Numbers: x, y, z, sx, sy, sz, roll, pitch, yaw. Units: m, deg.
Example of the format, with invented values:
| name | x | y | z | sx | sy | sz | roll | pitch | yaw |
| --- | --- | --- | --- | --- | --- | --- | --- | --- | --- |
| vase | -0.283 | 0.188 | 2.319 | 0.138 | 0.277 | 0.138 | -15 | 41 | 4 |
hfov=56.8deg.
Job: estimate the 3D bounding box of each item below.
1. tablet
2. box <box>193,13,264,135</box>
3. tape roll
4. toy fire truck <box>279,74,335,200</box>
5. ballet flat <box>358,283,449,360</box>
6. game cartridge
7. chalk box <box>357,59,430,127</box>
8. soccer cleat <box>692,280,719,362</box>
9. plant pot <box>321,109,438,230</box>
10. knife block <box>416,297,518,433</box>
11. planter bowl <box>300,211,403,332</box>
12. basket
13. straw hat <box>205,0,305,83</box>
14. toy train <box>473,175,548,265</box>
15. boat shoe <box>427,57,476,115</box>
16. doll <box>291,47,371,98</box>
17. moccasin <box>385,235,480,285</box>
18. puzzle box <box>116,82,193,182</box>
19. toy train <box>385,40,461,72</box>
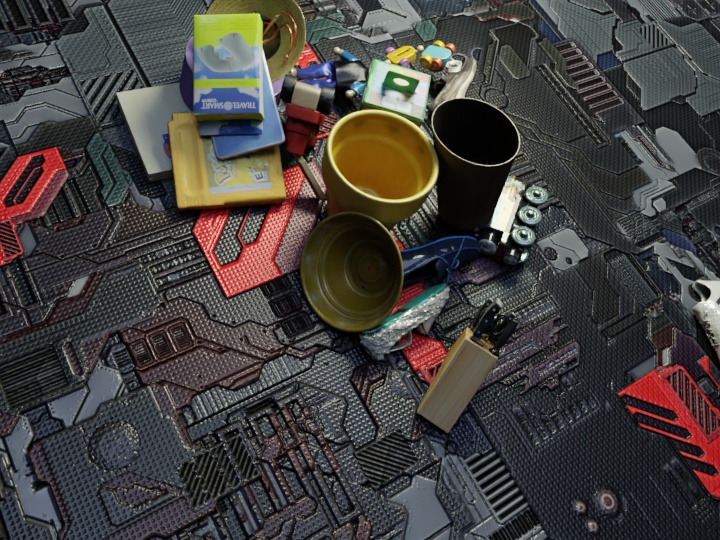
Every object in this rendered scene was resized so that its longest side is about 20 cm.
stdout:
| name | x | y | z | sx | sy | sz | roll | pitch | yaw |
| --- | --- | --- | --- | --- | --- | --- | --- | --- | --- |
| tablet | -0.220 | -0.311 | 1.200 | 0.129 | 0.014 | 0.202 | -15 | 88 | 0 |
| box | -0.232 | -0.344 | 1.173 | 0.120 | 0.048 | 0.203 | -1 | 86 | 0 |
| tape roll | -0.248 | -0.376 | 1.302 | 0.198 | 0.085 | 0.202 | 12 | 54 | -17 |
| toy fire truck | -0.102 | -0.251 | 1.268 | 0.127 | 0.176 | 0.202 | 15 | 100 | -6 |
| ballet flat | 0.083 | 0.093 | 1.165 | 0.199 | 0.072 | 0.072 | -29 | 72 | -25 |
| game cartridge | -0.244 | -0.204 | 1.217 | 0.198 | 0.032 | 0.179 | -7 | 85 | -20 |
| chalk box | 0.059 | -0.318 | 1.302 | 0.123 | 0.200 | 0.125 | 16 | 58 | -6 |
| soccer cleat | 0.708 | 0.103 | 1.329 | 0.084 | 0.069 | 0.202 | 14 | 55 | 3 |
| plant pot | 0.018 | -0.150 | 1.202 | 0.198 | 0.189 | 0.203 | 7 | 59 | -12 |
| knife block | 0.182 | 0.145 | 1.087 | 0.064 | 0.176 | 0.201 | 32 | 58 | 5 |
| planter bowl | 0.000 | 0.000 | 1.148 | 0.201 | 0.200 | 0.083 | 51 | 25 | 15 |
| basket | 0.200 | -0.182 | 1.221 | 0.135 | 0.201 | 0.181 | -27 | 58 | -16 |
| straw hat | -0.190 | -0.429 | 1.252 | 0.198 | 0.085 | 0.204 | 1 | 95 | 9 |
| toy train | 0.297 | -0.102 | 1.322 | 0.113 | 0.086 | 0.201 | 19 | 60 | 12 |
| boat shoe | 0.201 | -0.407 | 1.468 | 0.073 | 0.075 | 0.201 | 24 | 56 | -1 |
| doll | -0.044 | -0.408 | 1.388 | 0.197 | 0.049 | 0.138 | -7 | 63 | -4 |
| moccasin | 0.132 | -0.005 | 1.223 | 0.198 | 0.081 | 0.069 | -17 | 51 | -10 |
| puzzle box | -0.366 | -0.264 | 1.254 | 0.132 | 0.025 | 0.201 | -16 | 67 | -25 |
| toy train | 0.119 | -0.433 | 1.456 | 0.197 | 0.056 | 0.151 | -9 | 51 | 4 |
